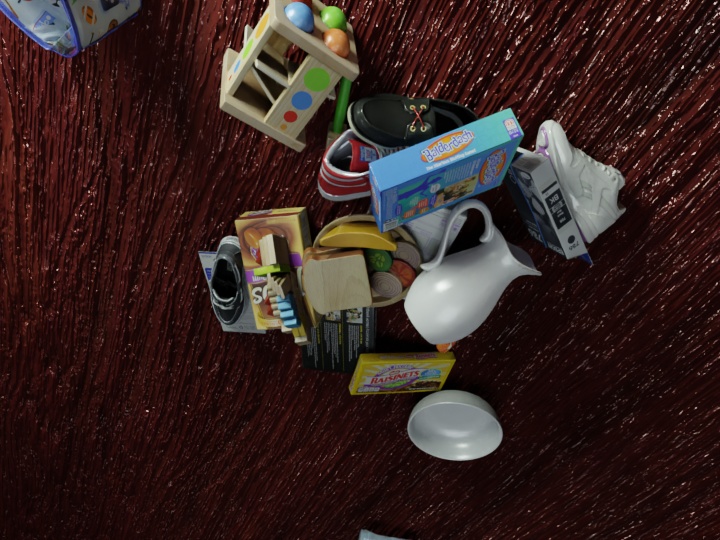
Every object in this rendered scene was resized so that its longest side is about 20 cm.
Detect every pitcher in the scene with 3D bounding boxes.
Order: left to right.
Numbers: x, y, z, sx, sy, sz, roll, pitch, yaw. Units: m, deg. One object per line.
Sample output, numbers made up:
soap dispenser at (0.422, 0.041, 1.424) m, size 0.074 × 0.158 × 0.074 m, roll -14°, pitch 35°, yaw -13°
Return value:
pitcher at (0.151, 0.005, 0.896) m, size 0.199 × 0.122 × 0.172 m, roll -40°, pitch 106°, yaw 15°

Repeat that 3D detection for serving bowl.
serving bowl at (0.198, 0.315, 1.224) m, size 0.195 × 0.067 × 0.203 m, roll 5°, pitch 131°, yaw 6°

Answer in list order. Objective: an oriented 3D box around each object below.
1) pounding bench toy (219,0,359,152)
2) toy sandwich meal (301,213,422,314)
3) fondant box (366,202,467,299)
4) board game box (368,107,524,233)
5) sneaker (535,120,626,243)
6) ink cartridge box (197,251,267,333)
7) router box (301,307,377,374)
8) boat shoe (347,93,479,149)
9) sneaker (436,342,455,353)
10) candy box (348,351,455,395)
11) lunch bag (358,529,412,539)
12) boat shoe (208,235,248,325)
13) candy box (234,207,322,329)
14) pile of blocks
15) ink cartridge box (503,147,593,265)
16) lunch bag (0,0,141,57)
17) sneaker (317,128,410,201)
pounding bench toy at (-0.060, -0.260, 0.768) m, size 0.197 × 0.126 × 0.156 m, roll 24°, pitch 131°, yaw -32°
toy sandwich meal at (0.000, 0.000, 0.928) m, size 0.200 × 0.071 × 0.209 m, roll 5°, pitch 129°, yaw 6°
fondant box at (0.070, -0.053, 0.958) m, size 0.141 × 0.059 × 0.202 m, roll 21°, pitch 129°, yaw -6°
board game box at (0.110, -0.130, 0.791) m, size 0.196 × 0.046 × 0.152 m, roll -21°, pitch 164°, yaw -4°
sneaker at (0.320, -0.141, 0.842) m, size 0.099 × 0.075 × 0.201 m, roll -32°, pitch 118°, yaw 9°
ink cartridge box at (-0.238, 0.037, 1.108) m, size 0.092 × 0.037 × 0.203 m, roll 2°, pitch 131°, yaw 10°
router box at (-0.042, 0.110, 1.115) m, size 0.145 × 0.052 × 0.203 m, roll 6°, pitch 128°, yaw 7°
boat shoe at (0.075, -0.201, 0.776) m, size 0.198 × 0.076 × 0.063 m, roll 1°, pitch 173°, yaw -33°
sneaker at (0.159, 0.059, 1.033) m, size 0.076 × 0.073 × 0.204 m, roll 16°, pitch 123°, yaw 12°
candy box at (0.082, 0.201, 1.139) m, size 0.195 × 0.027 × 0.104 m, roll 1°, pitch 130°, yaw -19°
lunch bag at (0.063, 0.816, 1.623) m, size 0.165 × 0.128 × 0.203 m, roll 11°, pitch 124°, yaw -1°
boat shoe at (-0.239, 0.037, 1.041) m, size 0.070 × 0.068 × 0.202 m, roll 16°, pitch 130°, yaw -2°
candy box at (-0.137, -0.001, 1.005) m, size 0.114 × 0.057 × 0.205 m, roll -3°, pitch 111°, yaw 14°
pile of blocks at (-0.137, 0.040, 0.945) m, size 0.061 × 0.082 × 0.204 m, roll -11°, pitch 108°, yaw 14°
ink cartridge box at (0.272, -0.086, 0.862) m, size 0.039 × 0.100 × 0.201 m, roll -37°, pitch 118°, yaw -2°
lunch bag at (-0.374, -0.382, 0.709) m, size 0.122 × 0.172 × 0.201 m, roll -18°, pitch 122°, yaw 30°
sneaker at (0.035, -0.156, 0.816) m, size 0.196 × 0.073 × 0.113 m, roll -17°, pitch 168°, yaw -7°
